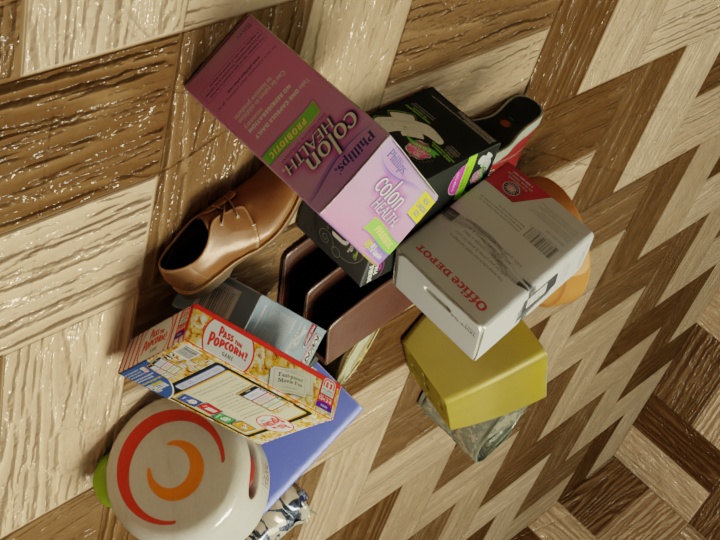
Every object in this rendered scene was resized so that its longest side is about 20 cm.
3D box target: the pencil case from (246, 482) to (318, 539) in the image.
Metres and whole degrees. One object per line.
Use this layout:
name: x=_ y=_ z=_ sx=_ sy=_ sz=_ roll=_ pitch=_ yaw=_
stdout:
pencil case: x=-0.166 y=0.418 z=1.873 sx=0.200 sy=0.089 sz=0.078 roll=-41 pitch=156 yaw=-14

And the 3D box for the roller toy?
roller toy: x=-0.206 y=0.257 z=1.444 sx=0.183 sy=0.199 sz=0.140 roll=-50 pitch=157 yaw=-10

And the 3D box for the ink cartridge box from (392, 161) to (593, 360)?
ink cartridge box: x=0.155 y=-0.013 z=1.401 sx=0.199 sy=0.145 sz=0.084 roll=-37 pitch=158 yaw=-24

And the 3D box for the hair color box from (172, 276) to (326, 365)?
hair color box: x=-0.126 y=0.056 z=1.378 sx=0.061 sy=0.098 sz=0.200 roll=-62 pitch=156 yaw=-4

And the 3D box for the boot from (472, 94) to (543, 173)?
boot: x=0.168 y=-0.144 z=1.626 sx=0.199 sy=0.072 sz=0.145 roll=-32 pitch=153 yaw=-39

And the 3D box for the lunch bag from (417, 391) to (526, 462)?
lunch bag: x=0.212 y=0.224 z=2.127 sx=0.117 sy=0.164 sz=0.201 roll=-3 pitch=130 yaw=-56

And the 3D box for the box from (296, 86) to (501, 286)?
box: x=0.044 y=-0.102 z=1.408 sx=0.199 sy=0.124 sz=0.149 roll=-27 pitch=149 yaw=-38

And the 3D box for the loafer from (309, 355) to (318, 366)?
loafer: x=-0.079 y=0.110 z=1.582 sx=0.200 sy=0.072 sz=0.063 roll=-43 pitch=154 yaw=-18

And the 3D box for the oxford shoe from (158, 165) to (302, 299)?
oxford shoe: x=-0.134 y=-0.054 z=1.252 sx=0.200 sy=0.071 sz=0.071 roll=-46 pitch=151 yaw=-3

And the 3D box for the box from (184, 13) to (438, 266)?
box: x=-0.044 y=-0.122 z=1.140 sx=0.097 sy=0.200 sz=0.176 roll=-48 pitch=157 yaw=0

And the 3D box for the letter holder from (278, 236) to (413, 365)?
letter holder: x=0.000 y=0.000 z=1.519 sx=0.199 sy=0.100 sz=0.143 roll=-33 pitch=150 yaw=-30

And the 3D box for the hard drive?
hard drive: x=-0.111 y=0.217 z=1.622 sx=0.200 sy=0.132 sz=0.025 roll=-46 pitch=-176 yaw=-5

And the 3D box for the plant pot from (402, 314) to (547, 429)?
plant pot: x=0.180 y=0.146 z=1.947 sx=0.175 sy=0.201 sz=0.200 roll=-32 pitch=154 yaw=-7

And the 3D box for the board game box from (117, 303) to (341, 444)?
board game box: x=-0.145 y=0.121 z=1.298 sx=0.151 sy=0.199 sz=0.047 roll=-25 pitch=-139 yaw=47

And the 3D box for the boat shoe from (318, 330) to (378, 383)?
boat shoe: x=-0.032 y=0.129 z=1.686 sx=0.201 sy=0.074 sz=0.066 roll=-53 pitch=150 yaw=10

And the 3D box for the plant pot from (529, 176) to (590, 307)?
plant pot: x=0.235 y=-0.028 z=1.785 sx=0.139 sy=0.201 sz=0.201 roll=-18 pitch=145 yaw=-21
